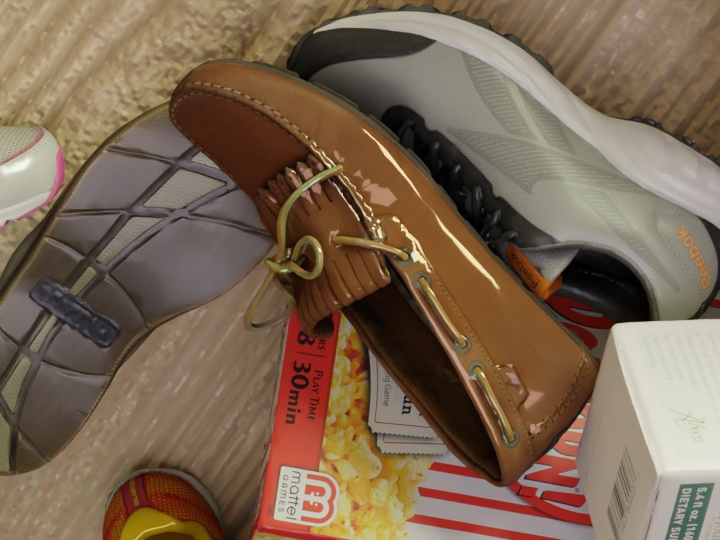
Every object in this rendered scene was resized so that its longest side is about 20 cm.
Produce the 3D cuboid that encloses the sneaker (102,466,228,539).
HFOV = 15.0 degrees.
[{"bbox_3d":[-0.058,0.181,1.178,0.073,0.077,0.201,-29,109,6],"label":"sneaker"}]

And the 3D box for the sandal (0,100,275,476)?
[{"bbox_3d":[-0.103,0.000,1.126,0.080,0.054,0.200,39,105,-15],"label":"sandal"}]

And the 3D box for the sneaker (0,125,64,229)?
[{"bbox_3d":[-0.216,-0.063,1.087,0.199,0.081,0.089,7,110,-5],"label":"sneaker"}]

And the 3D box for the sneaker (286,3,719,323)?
[{"bbox_3d":[0.058,-0.039,1.082,0.199,0.074,0.080,28,63,6],"label":"sneaker"}]

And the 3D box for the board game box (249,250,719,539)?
[{"bbox_3d":[0.063,0.054,1.111,0.199,0.046,0.152,9,69,-6],"label":"board game box"}]

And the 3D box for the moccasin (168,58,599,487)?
[{"bbox_3d":[-0.001,0.000,1.056,0.202,0.074,0.078,48,62,-5],"label":"moccasin"}]

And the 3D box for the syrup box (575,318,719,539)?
[{"bbox_3d":[0.191,0.071,1.044,0.199,0.082,0.079,-1,134,-12],"label":"syrup box"}]
